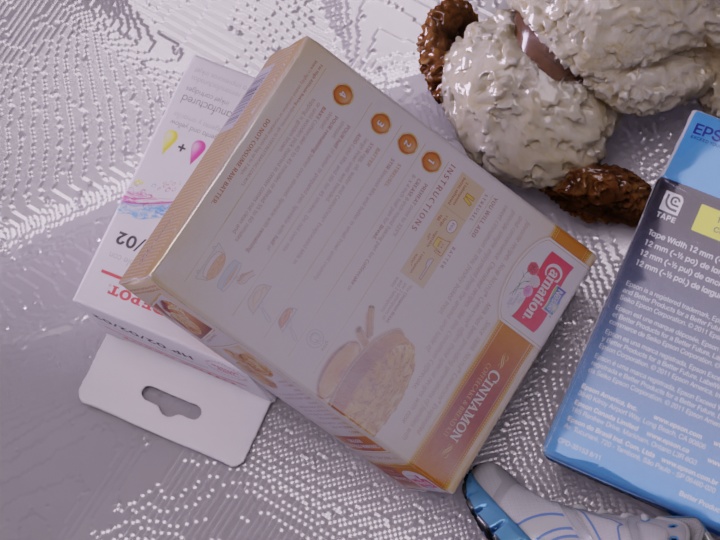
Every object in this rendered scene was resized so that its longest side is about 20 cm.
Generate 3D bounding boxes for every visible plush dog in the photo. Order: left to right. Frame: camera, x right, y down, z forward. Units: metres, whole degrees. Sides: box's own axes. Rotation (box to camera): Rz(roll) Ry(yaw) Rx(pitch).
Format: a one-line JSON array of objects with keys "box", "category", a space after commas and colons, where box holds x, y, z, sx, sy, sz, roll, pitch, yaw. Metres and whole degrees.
[{"box": [0.121, -0.120, 1.190, 0.200, 0.160, 0.172, 46, 109, 21], "category": "plush dog"}]

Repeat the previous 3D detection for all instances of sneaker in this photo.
[{"box": [0.133, 0.150, 1.105, 0.087, 0.075, 0.200, -45, 50, -5], "category": "sneaker"}]

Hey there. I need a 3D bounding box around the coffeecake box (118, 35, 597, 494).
[{"box": [0.000, 0.000, 1.146, 0.200, 0.073, 0.154, 36, 77, -13], "category": "coffeecake box"}]

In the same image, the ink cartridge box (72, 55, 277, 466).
[{"box": [-0.081, -0.005, 1.217, 0.115, 0.068, 0.201, 21, 77, 16], "category": "ink cartridge box"}]

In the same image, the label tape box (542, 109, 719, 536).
[{"box": [0.202, 0.036, 1.139, 0.143, 0.066, 0.201, 23, 84, 18], "category": "label tape box"}]
